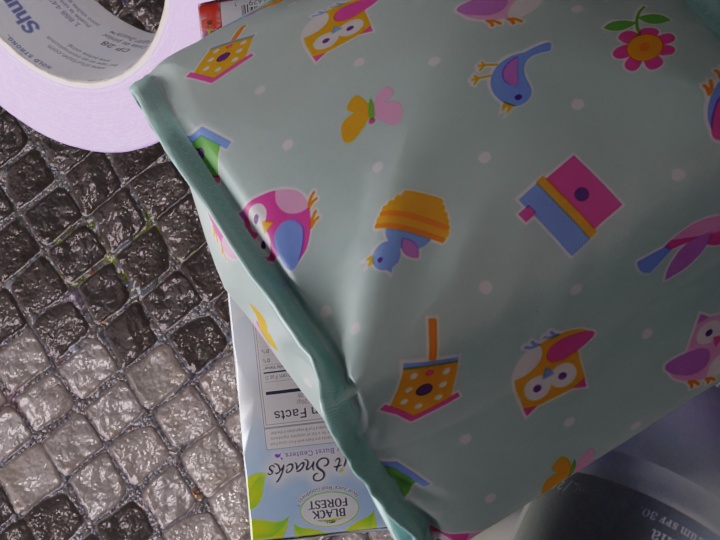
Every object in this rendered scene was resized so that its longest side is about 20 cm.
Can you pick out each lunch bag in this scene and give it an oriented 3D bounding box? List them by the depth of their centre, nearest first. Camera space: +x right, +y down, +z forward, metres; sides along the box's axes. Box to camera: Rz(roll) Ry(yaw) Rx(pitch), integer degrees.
[{"bbox_3d":[0.031,-0.037,0.684,0.200,0.170,0.122,56,177,43],"label":"lunch bag"}]

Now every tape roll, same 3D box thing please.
[{"bbox_3d":[-0.117,-0.158,0.969,0.201,0.200,0.066,52,-136,2],"label":"tape roll"}]

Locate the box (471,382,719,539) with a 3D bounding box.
[{"bbox_3d":[0.126,0.133,0.807,0.199,0.199,0.123,36,180,14],"label":"box"}]

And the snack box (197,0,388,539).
[{"bbox_3d":[0.000,0.000,0.860,0.169,0.067,0.202,11,-109,-74],"label":"snack box"}]
